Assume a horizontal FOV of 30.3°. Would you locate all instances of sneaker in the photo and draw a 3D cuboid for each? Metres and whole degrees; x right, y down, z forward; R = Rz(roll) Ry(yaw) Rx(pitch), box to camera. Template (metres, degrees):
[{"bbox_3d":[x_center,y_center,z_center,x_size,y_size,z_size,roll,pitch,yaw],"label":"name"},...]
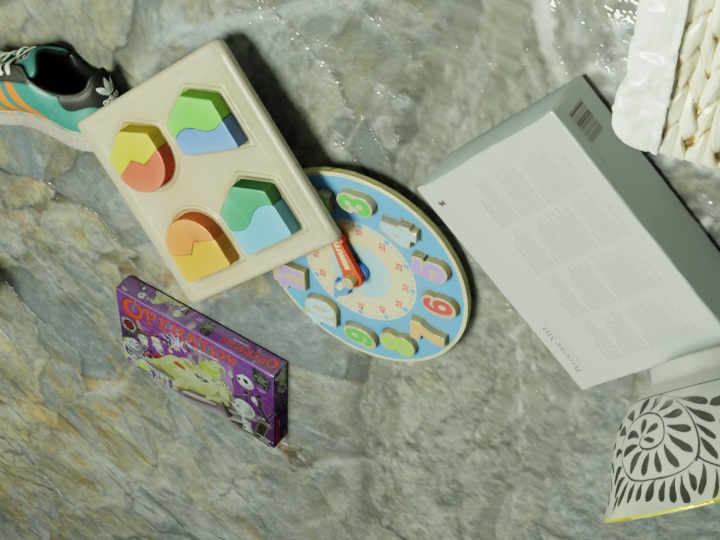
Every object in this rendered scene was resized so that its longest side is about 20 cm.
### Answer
[{"bbox_3d":[-0.295,-0.172,1.185,0.199,0.072,0.080,17,137,19],"label":"sneaker"}]

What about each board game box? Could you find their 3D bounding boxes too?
[{"bbox_3d":[-0.162,0.093,1.360,0.199,0.032,0.121,27,137,21],"label":"board game box"}]

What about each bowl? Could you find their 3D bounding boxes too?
[{"bbox_3d":[0.247,0.099,0.887,0.200,0.200,0.095,-29,72,52],"label":"bowl"}]

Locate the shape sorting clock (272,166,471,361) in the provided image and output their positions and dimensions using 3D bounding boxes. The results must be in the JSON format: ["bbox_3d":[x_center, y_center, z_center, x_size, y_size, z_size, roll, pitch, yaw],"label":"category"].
[{"bbox_3d":[0.000,0.000,1.103,0.199,0.039,0.201,25,141,23],"label":"shape sorting clock"}]

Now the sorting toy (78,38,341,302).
[{"bbox_3d":[-0.131,-0.072,1.089,0.199,0.036,0.186,-21,107,41],"label":"sorting toy"}]

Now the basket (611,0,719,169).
[{"bbox_3d":[0.234,-0.154,0.598,0.160,0.198,0.201,25,140,18],"label":"basket"}]

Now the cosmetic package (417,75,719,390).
[{"bbox_3d":[0.155,-0.019,0.929,0.200,0.052,0.151,50,141,-10],"label":"cosmetic package"}]
